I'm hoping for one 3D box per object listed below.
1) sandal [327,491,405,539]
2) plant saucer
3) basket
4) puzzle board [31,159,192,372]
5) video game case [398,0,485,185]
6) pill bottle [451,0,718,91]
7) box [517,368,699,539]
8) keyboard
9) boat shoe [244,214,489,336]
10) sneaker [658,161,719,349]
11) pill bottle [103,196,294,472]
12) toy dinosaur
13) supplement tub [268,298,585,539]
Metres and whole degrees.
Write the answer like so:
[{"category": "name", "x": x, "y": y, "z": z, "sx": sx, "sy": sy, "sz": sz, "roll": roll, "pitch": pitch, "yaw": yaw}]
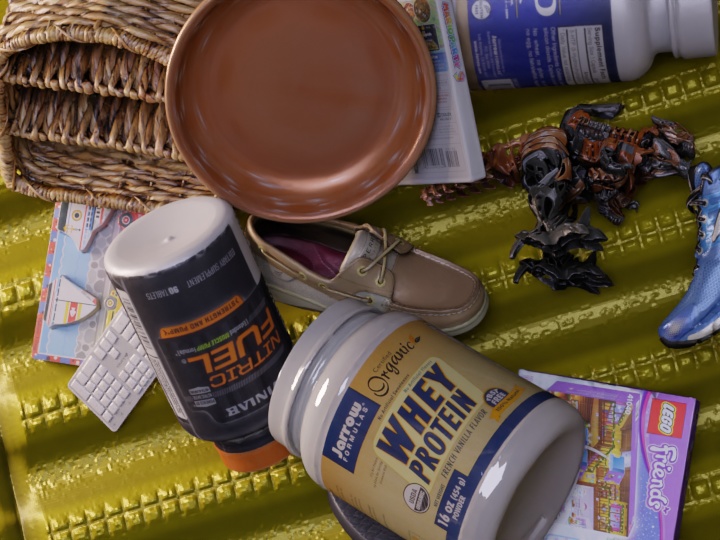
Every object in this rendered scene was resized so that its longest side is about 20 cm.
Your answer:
[{"category": "sandal", "x": 0.037, "y": 0.207, "z": 1.605, "sx": 0.076, "sy": 0.043, "sz": 0.200, "roll": -23, "pitch": 55, "yaw": -21}, {"category": "plant saucer", "x": -0.044, "y": -0.133, "z": 1.578, "sx": 0.198, "sy": 0.038, "sz": 0.202, "roll": -1, "pitch": 114, "yaw": -2}, {"category": "basket", "x": -0.187, "y": -0.138, "z": 1.660, "sx": 0.198, "sy": 0.143, "sz": 0.150, "roll": 10, "pitch": 70, "yaw": 14}, {"category": "puzzle board", "x": -0.180, "y": -0.019, "z": 1.721, "sx": 0.150, "sy": 0.017, "sz": 0.202, "roll": 7, "pitch": 84, "yaw": 14}, {"category": "video game case", "x": 0.025, "y": -0.164, "z": 1.616, "sx": 0.143, "sy": 0.018, "sz": 0.202, "roll": 1, "pitch": 106, "yaw": 53}, {"category": "pill bottle", "x": 0.165, "y": -0.200, "z": 1.611, "sx": 0.198, "sy": 0.120, "sz": 0.121, "roll": -3, "pitch": 82, "yaw": 12}, {"category": "box", "x": 0.170, "y": 0.183, "z": 1.601, "sx": 0.136, "sy": 0.039, "sz": 0.202, "roll": 9, "pitch": 85, "yaw": 15}, {"category": "keyboard", "x": -0.159, "y": 0.036, "z": 1.679, "sx": 0.056, "sy": 0.011, "sz": 0.200, "roll": 40, "pitch": 111, "yaw": 7}, {"category": "boat shoe", "x": 0.000, "y": 0.000, "z": 1.639, "sx": 0.198, "sy": 0.067, "sz": 0.074, "roll": 10, "pitch": 52, "yaw": 14}, {"category": "sneaker", "x": 0.268, "y": -0.033, "z": 1.583, "sx": 0.089, "sy": 0.079, "sz": 0.201, "roll": 31, "pitch": 82, "yaw": 3}, {"category": "pill bottle", "x": -0.107, "y": 0.054, "z": 1.613, "sx": 0.106, "sy": 0.106, "sz": 0.201, "roll": -18, "pitch": 117, "yaw": 10}, {"category": "toy dinosaur", "x": 0.153, "y": -0.061, "z": 1.625, "sx": 0.199, "sy": 0.102, "sz": 0.137, "roll": -15, "pitch": 62, "yaw": 28}, {"category": "supplement tub", "x": 0.046, "y": 0.119, "z": 1.554, "sx": 0.199, "sy": 0.144, "sz": 0.145, "roll": 29, "pitch": 90, "yaw": 25}]
